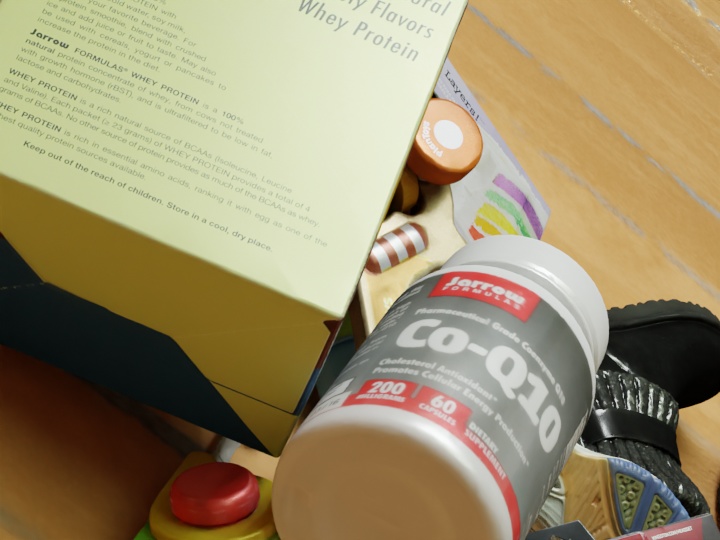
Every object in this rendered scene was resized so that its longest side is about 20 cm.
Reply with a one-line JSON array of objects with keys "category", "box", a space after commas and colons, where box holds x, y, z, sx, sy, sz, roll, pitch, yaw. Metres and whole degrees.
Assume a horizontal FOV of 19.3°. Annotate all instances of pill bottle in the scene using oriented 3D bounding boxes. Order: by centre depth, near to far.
[{"category": "pill bottle", "box": [0.046, 0.068, 1.006, 0.114, 0.114, 0.200, 44, 36, -4]}]

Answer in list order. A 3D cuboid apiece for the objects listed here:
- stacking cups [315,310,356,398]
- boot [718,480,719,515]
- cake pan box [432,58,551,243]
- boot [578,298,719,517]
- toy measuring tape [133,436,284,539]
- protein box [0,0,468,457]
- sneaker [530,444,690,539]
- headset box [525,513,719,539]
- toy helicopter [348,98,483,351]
[{"category": "stacking cups", "box": [-0.003, 0.068, 1.159, 0.060, 0.060, 0.201, 20, 44, -39]}, {"category": "boot", "box": [0.311, 0.189, 1.394, 0.154, 0.073, 0.204, 40, 37, -17]}, {"category": "cake pan box", "box": [0.035, -0.066, 1.326, 0.200, 0.052, 0.184, 55, 25, -13]}, {"category": "boot", "box": [0.185, 0.102, 1.323, 0.211, 0.080, 0.158, 0, 46, -39]}, {"category": "toy measuring tape", "box": [-0.052, 0.110, 1.014, 0.074, 0.074, 0.200, 44, 30, -5]}, {"category": "protein box", "box": [-0.082, -0.057, 1.001, 0.198, 0.135, 0.200, 23, 55, -2]}, {"category": "sneaker", "box": [0.111, 0.125, 1.193, 0.200, 0.075, 0.088, 42, -10, -10]}, {"category": "headset box", "box": [0.132, 0.211, 1.003, 0.149, 0.077, 0.201, -7, 66, -45]}, {"category": "toy helicopter", "box": [0.000, 0.000, 1.127, 0.132, 0.079, 0.201, 5, 65, -28]}]
